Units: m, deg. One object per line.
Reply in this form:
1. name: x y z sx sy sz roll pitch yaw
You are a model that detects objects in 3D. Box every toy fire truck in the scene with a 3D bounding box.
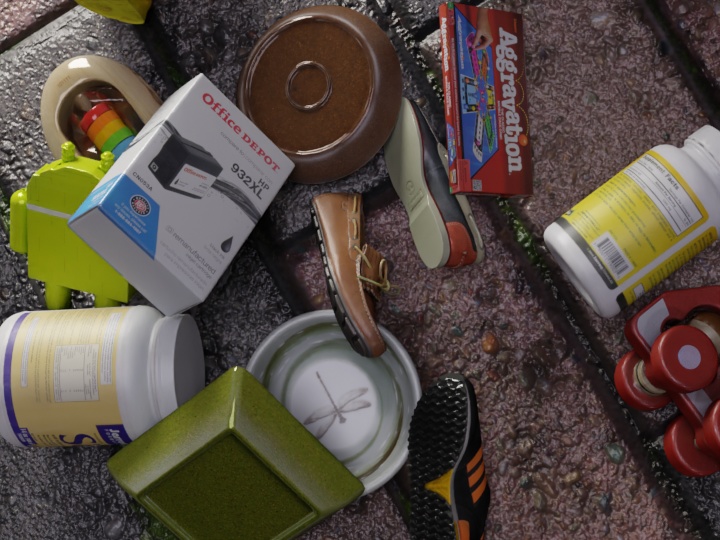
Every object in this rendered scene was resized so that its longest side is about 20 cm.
1. toy fire truck: 0.368 0.104 1.204 0.167 0.112 0.201 -33 81 -21

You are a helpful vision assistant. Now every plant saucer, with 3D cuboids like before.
1. plant saucer: -0.030 0.144 1.272 0.197 0.050 0.203 -1 85 7
2. plant saucer: -0.131 0.224 1.209 0.199 0.048 0.200 -36 111 20
3. plant saucer: -0.053 -0.197 1.297 0.198 0.034 0.203 -2 83 19

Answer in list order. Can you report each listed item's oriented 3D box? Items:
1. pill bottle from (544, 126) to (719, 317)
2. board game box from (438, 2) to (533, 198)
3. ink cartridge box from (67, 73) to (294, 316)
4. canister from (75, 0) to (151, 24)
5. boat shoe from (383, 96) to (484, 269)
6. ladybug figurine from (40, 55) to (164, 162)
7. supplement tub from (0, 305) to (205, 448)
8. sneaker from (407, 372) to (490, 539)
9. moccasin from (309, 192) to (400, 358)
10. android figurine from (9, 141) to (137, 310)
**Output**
1. pill bottle: 0.296 -0.053 1.207 0.199 0.112 0.113 -36 81 3
2. board game box: 0.135 -0.180 1.265 0.102 0.019 0.203 1 83 -33
3. ink cartridge box: -0.180 -0.079 1.226 0.145 0.083 0.201 43 55 -18
4. canister: -0.261 -0.394 1.306 0.086 0.149 0.202 15 85 9
5. boat shoe: 0.078 -0.095 1.273 0.062 0.071 0.202 -5 67 -29
6. ladybug figurine: -0.271 -0.147 1.321 0.135 0.072 0.201 -37 81 4
7. supplement tub: -0.276 0.112 1.261 0.197 0.145 0.147 -3 84 8
8. sneaker: 0.099 0.207 1.234 0.069 0.090 0.203 3 89 36
9. moccasin: 0.000 0.001 1.248 0.077 0.074 0.203 -12 48 -3
10. android figurine: -0.299 -0.040 1.286 0.180 0.041 0.202 12 118 10
